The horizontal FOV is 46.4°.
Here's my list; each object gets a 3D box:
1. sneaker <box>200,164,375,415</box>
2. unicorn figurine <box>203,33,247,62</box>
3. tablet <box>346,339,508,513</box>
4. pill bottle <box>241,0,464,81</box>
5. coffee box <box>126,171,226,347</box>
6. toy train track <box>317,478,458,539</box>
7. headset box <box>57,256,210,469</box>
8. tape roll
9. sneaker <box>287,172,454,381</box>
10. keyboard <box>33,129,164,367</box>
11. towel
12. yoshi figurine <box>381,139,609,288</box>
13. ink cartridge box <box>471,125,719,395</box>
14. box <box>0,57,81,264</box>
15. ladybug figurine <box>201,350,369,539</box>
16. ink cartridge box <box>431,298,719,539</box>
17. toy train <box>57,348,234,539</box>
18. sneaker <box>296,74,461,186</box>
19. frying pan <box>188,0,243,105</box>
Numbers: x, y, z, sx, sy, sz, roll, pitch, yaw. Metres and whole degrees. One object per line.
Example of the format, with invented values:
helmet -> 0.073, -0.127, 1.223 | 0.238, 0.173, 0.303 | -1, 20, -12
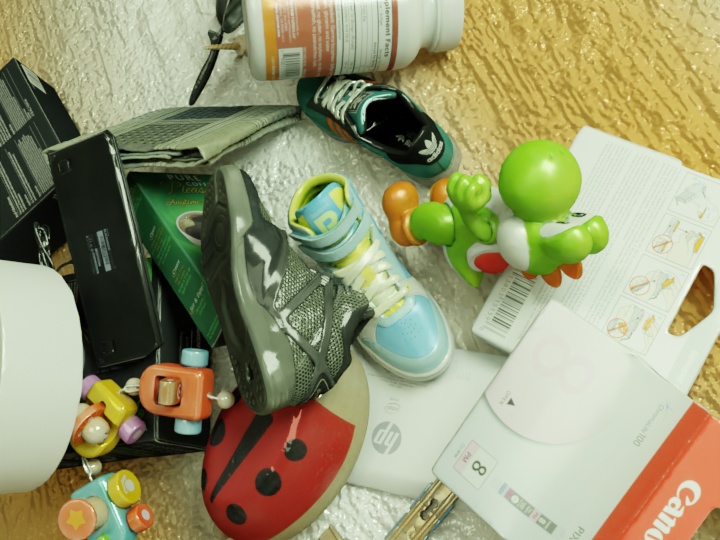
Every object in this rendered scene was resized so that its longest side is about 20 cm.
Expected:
sneaker -> -0.061, 0.008, 0.680 | 0.076, 0.113, 0.201 | -41, 64, 50
unicorn figurine -> -0.059, -0.284, 0.882 | 0.136, 0.074, 0.202 | 1, 57, 25
tablet -> 0.029, 0.125, 0.731 | 0.198, 0.014, 0.132 | 6, 76, 26
pill bottle -> -0.009, -0.241, 0.782 | 0.197, 0.112, 0.113 | -7, 67, -8
coffee box -> -0.130, -0.017, 0.784 | 0.200, 0.122, 0.044 | 49, 125, 30
toy train track -> 0.025, 0.226, 0.679 | 0.115, 0.032, 0.201 | 42, 96, 26
headset box -> -0.240, 0.093, 0.816 | 0.198, 0.093, 0.176 | -10, 70, 21
tape roll -> -0.320, 0.092, 0.728 | 0.201, 0.070, 0.205 | -8, 78, 43
sneaker -> 0.000, 0.000, 0.713 | 0.079, 0.131, 0.200 | -38, 59, -1
keyboard -> -0.243, -0.012, 0.752 | 0.126, 0.021, 0.202 | -14, 88, 24
towel -> -0.179, -0.128, 0.826 | 0.190, 0.200, 0.035 | 3, 112, 25
yoshi figurine -> 0.107, -0.058, 0.662 | 0.199, 0.112, 0.113 | 12, 66, 54
ink cartridge box -> 0.210, 0.004, 0.673 | 0.173, 0.044, 0.201 | 28, 86, 28
box -> -0.390, -0.121, 0.964 | 0.141, 0.079, 0.201 | -38, 62, 5
ladybug figurine -> -0.074, 0.147, 0.721 | 0.135, 0.072, 0.201 | 31, 92, 32
ink cartridge box -> 0.172, 0.142, 0.598 | 0.200, 0.057, 0.163 | 38, 95, 34
toy train -> -0.190, 0.159, 0.697 | 0.149, 0.056, 0.203 | 10, 92, 21
sneaker -> 0.006, -0.153, 0.794 | 0.199, 0.080, 0.072 | 33, 88, 29
frying pan -> -0.138, -0.278, 0.907 | 0.031, 0.115, 0.191 | 32, 120, -2
